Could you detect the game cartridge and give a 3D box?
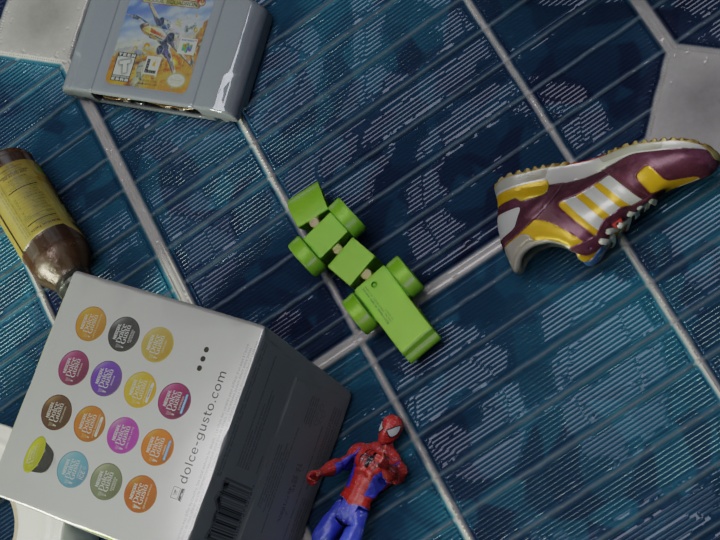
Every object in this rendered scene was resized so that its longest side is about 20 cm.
[{"bbox_3d":[-0.189,-0.221,1.752,0.198,0.041,0.134,10,81,24],"label":"game cartridge"}]

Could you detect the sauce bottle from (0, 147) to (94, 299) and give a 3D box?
[{"bbox_3d":[-0.300,-0.028,1.716,0.065,0.065,0.201,-38,65,6],"label":"sauce bottle"}]

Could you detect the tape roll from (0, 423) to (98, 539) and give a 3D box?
[{"bbox_3d":[-0.343,0.243,1.639,0.201,0.071,0.204,-6,71,19],"label":"tape roll"}]

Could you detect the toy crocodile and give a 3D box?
[{"bbox_3d":[0.000,0.000,1.595,0.067,0.062,0.200,-44,68,3],"label":"toy crocodile"}]

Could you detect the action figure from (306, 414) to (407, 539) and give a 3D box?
[{"bbox_3d":[-0.020,0.207,1.511,0.065,0.099,0.201,23,80,25],"label":"action figure"}]

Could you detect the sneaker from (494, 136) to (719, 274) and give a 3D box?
[{"bbox_3d":[0.213,-0.052,1.521,0.199,0.075,0.091,-13,76,24],"label":"sneaker"}]

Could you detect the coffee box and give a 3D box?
[{"bbox_3d":[-0.157,0.143,1.525,0.196,0.200,0.201,15,79,26],"label":"coffee box"}]
